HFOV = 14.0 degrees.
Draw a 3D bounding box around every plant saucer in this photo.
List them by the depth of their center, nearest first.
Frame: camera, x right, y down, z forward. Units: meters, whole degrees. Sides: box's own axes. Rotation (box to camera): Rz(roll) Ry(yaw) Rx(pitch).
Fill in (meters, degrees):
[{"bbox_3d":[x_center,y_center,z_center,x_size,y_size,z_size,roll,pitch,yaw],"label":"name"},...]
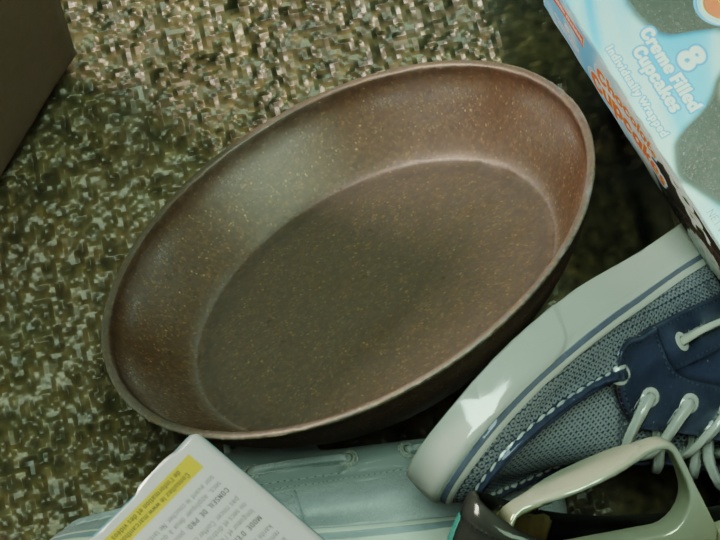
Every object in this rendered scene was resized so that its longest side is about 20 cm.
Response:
[{"bbox_3d":[0.000,0.000,1.090,0.200,0.037,0.201,-20,36,15],"label":"plant saucer"}]

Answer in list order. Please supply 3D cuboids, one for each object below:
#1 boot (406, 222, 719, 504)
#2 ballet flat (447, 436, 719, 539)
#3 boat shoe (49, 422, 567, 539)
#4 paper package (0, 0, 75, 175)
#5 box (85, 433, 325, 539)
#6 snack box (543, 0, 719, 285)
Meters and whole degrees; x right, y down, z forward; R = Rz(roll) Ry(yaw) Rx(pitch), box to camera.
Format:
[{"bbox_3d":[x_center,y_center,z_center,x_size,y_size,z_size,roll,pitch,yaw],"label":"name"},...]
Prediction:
[{"bbox_3d":[0.111,0.046,1.060,0.090,0.073,0.200,45,54,15],"label":"boot"},{"bbox_3d":[0.124,0.090,1.012,0.199,0.068,0.069,-7,102,-13],"label":"ballet flat"},{"bbox_3d":[-0.022,0.093,1.084,0.200,0.070,0.072,-3,58,-3],"label":"boat shoe"},{"bbox_3d":[-0.205,-0.060,1.083,0.103,0.191,0.201,25,71,12],"label":"paper package"},{"bbox_3d":[-0.009,0.146,0.948,0.200,0.049,0.082,38,73,26],"label":"box"},{"bbox_3d":[0.164,-0.052,1.061,0.116,0.037,0.200,-29,72,-6],"label":"snack box"}]
